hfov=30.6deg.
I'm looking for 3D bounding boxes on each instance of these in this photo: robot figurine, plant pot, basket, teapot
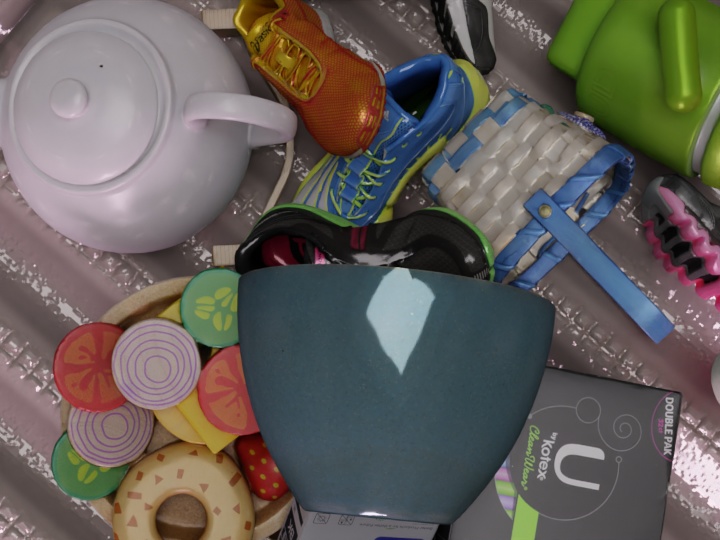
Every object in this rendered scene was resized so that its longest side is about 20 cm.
[{"bbox_3d":[0.237,-0.135,0.954,0.199,0.175,0.117,34,101,24],"label":"robot figurine"},{"bbox_3d":[0.016,0.083,0.806,0.197,0.200,0.137,6,79,-1],"label":"plant pot"},{"bbox_3d":[0.146,-0.026,0.930,0.139,0.176,0.201,-41,80,6],"label":"basket"},{"bbox_3d":[-0.171,-0.107,0.923,0.200,0.146,0.198,-40,80,5],"label":"teapot"}]

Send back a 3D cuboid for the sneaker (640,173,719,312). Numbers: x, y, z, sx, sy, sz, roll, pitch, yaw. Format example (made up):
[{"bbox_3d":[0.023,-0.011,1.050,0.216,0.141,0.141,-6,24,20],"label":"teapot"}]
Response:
[{"bbox_3d":[0.296,-0.012,0.986,0.200,0.079,0.096,42,78,-10],"label":"sneaker"}]

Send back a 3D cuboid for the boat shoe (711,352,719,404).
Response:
[{"bbox_3d":[0.335,0.039,0.923,0.200,0.060,0.072,-33,92,-24],"label":"boat shoe"}]

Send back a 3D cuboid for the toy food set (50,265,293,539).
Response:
[{"bbox_3d":[-0.114,0.102,0.900,0.199,0.049,0.199,-38,97,-1],"label":"toy food set"}]

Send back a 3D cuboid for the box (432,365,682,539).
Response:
[{"bbox_3d":[0.130,0.173,0.939,0.146,0.124,0.203,10,84,-1],"label":"box"}]

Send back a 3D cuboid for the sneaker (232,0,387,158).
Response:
[{"bbox_3d":[-0.041,-0.138,0.922,0.076,0.200,0.074,16,111,-34],"label":"sneaker"}]

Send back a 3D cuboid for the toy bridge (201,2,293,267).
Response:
[{"bbox_3d":[-0.084,-0.104,1.001,0.066,0.027,0.203,-2,86,-4],"label":"toy bridge"}]

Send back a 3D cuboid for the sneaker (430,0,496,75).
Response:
[{"bbox_3d":[0.086,-0.249,0.996,0.079,0.074,0.203,-8,87,-5],"label":"sneaker"}]

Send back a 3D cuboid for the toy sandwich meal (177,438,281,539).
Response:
[{"bbox_3d":[-0.037,0.117,0.963,0.202,0.070,0.208,0,86,-2],"label":"toy sandwich meal"}]

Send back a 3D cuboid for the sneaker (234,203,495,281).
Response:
[{"bbox_3d":[0.000,0.000,0.895,0.198,0.084,0.078,2,114,32],"label":"sneaker"}]

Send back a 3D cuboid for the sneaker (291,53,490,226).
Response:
[{"bbox_3d":[0.004,-0.087,0.951,0.200,0.105,0.076,-46,69,3],"label":"sneaker"}]

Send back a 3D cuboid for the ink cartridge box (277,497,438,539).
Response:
[{"bbox_3d":[-0.015,0.214,0.928,0.098,0.039,0.202,7,124,-21],"label":"ink cartridge box"}]
